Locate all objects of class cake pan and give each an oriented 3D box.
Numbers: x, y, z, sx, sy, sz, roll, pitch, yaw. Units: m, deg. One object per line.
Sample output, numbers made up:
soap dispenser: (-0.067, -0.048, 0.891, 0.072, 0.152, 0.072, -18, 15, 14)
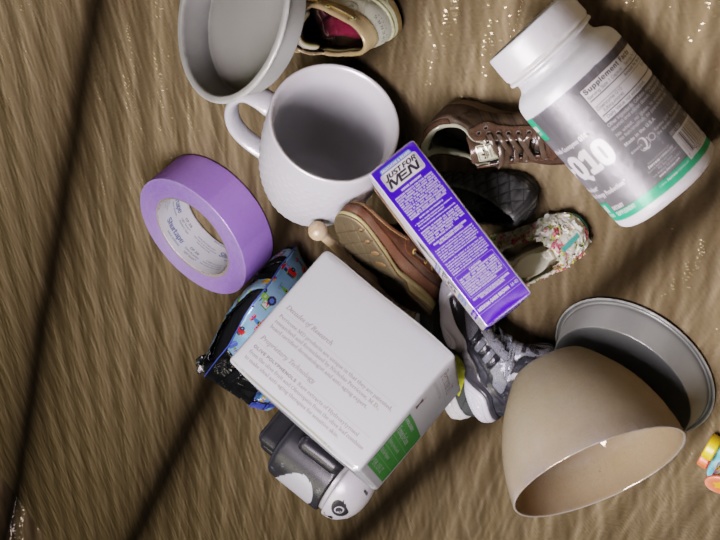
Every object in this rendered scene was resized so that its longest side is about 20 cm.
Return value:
cake pan: (-0.127, -0.279, 1.227, 0.199, 0.037, 0.202, -5, 83, 47)
cake pan: (0.304, 0.121, 1.301, 0.199, 0.037, 0.201, 28, 142, 24)

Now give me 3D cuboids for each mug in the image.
mug: (-0.068, -0.142, 1.308, 0.199, 0.148, 0.175, 30, 155, 0)

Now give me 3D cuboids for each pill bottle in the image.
pill bottle: (0.218, -0.148, 1.039, 0.200, 0.113, 0.113, 48, 146, -4)

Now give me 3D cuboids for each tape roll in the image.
tape roll: (-0.222, -0.065, 1.633, 0.199, 0.066, 0.201, 27, 143, 23)

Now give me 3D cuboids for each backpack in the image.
backpack: (-0.115, 0.073, 1.578, 0.134, 0.183, 0.200, 35, 134, -1)

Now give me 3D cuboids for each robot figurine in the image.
robot figurine: (-0.068, 0.308, 1.808, 0.199, 0.150, 0.125, 36, 110, 12)

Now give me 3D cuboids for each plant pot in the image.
plant pot: (0.236, 0.164, 1.246, 0.201, 0.199, 0.135, 107, 148, -53)

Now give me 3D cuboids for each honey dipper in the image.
honey dipper: (0.000, 0.000, 1.347, 0.038, 0.038, 0.200, 7, 157, 42)

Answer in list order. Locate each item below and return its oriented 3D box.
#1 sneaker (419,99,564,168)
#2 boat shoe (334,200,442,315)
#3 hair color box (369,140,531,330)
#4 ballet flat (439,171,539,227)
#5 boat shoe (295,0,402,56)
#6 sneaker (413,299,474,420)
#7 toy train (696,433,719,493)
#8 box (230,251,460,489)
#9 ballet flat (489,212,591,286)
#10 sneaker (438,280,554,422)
sneaker: (0.151, -0.128, 1.163, 0.199, 0.076, 0.071, 10, 133, 41)
boat shoe: (0.038, -0.025, 1.306, 0.072, 0.068, 0.200, 19, 161, 42)
hair color box: (0.094, -0.033, 1.205, 0.201, 0.065, 0.109, 54, 180, 7)
ballet flat: (0.113, -0.075, 1.276, 0.199, 0.057, 0.067, -5, 122, 49)
boat shoe: (-0.050, -0.270, 1.233, 0.199, 0.066, 0.074, 9, 133, 41)
sneaker: (0.132, 0.107, 1.452, 0.084, 0.075, 0.201, -4, 128, 31)
toy train: (0.459, 0.239, 1.246, 0.151, 0.056, 0.199, 53, 145, -12)
box: (-0.010, 0.122, 1.327, 0.200, 0.172, 0.199, 38, 171, 16)
ballet flat: (0.176, -0.010, 1.273, 0.076, 0.064, 0.200, 46, 147, -4)
sneaker: (0.169, 0.085, 1.357, 0.113, 0.076, 0.201, -10, 111, 25)
